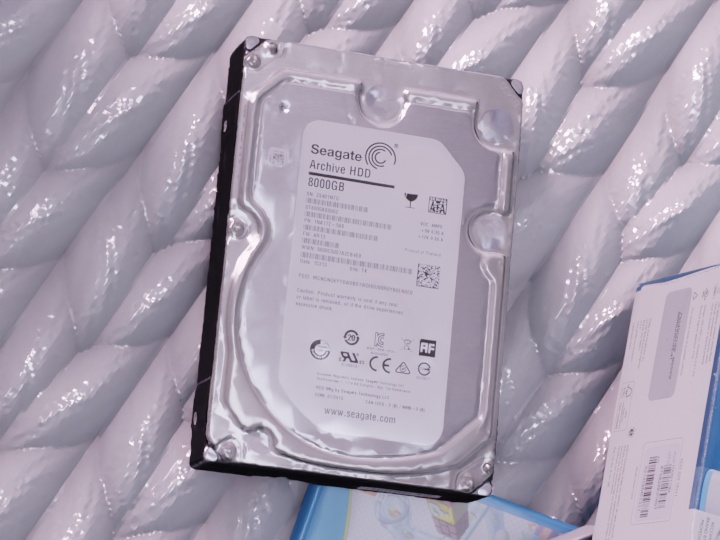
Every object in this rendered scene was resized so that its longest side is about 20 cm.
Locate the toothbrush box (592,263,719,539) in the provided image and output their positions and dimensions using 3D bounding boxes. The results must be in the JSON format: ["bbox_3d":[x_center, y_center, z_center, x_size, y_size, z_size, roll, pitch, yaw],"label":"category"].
[{"bbox_3d":[0.219,0.096,1.315,0.200,0.085,0.147,20,73,-26],"label":"toothbrush box"}]

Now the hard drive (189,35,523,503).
[{"bbox_3d":[0.000,0.000,1.301,0.140,0.038,0.200,9,77,-15],"label":"hard drive"}]

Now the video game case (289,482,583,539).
[{"bbox_3d":[0.053,0.178,1.322,0.200,0.018,0.143,21,81,-13],"label":"video game case"}]

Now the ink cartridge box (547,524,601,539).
[{"bbox_3d":[0.038,0.193,1.291,0.200,0.037,0.095,-19,90,-14],"label":"ink cartridge box"}]
